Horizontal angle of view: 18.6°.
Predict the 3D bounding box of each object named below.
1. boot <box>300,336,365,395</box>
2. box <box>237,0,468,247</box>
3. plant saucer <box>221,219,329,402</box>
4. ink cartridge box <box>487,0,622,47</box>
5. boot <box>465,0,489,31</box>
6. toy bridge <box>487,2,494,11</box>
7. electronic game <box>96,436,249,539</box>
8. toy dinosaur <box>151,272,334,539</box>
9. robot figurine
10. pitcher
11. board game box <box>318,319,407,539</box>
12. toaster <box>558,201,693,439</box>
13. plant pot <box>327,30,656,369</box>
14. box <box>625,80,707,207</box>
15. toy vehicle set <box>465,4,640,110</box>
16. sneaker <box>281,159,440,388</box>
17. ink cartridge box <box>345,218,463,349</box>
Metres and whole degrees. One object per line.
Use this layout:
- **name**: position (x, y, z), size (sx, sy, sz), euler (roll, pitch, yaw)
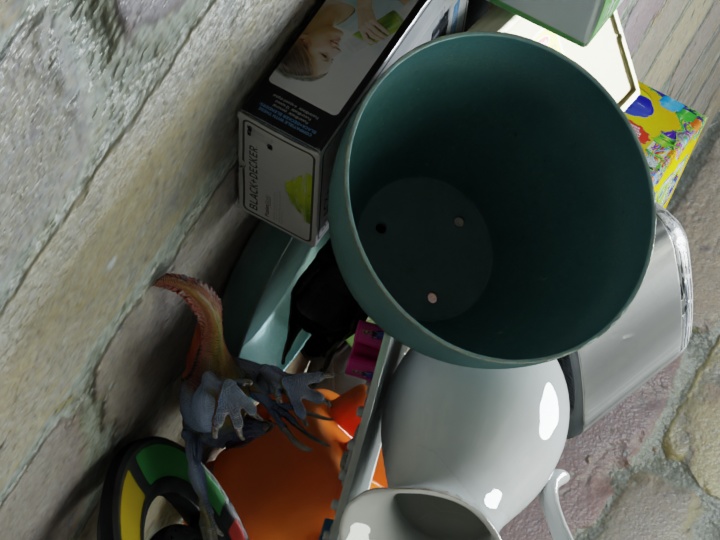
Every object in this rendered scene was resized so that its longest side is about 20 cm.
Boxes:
- **boot**: position (-0.022, 0.062, 1.757), size (0.132, 0.069, 0.201), euler (-11, 118, -71)
- **box**: position (-0.002, -0.127, 1.393), size (0.200, 0.060, 0.117), euler (-55, 166, -27)
- **plant saucer**: position (-0.050, -0.001, 1.534), size (0.201, 0.036, 0.200), euler (-56, 167, -21)
- **ink cartridge box**: position (0.141, -0.260, 1.487), size (0.200, 0.145, 0.085), euler (-49, 162, -42)
- **boot**: position (0.121, -0.221, 1.661), size (0.203, 0.073, 0.154), euler (-30, 147, -51)
- **toy bridge**: position (0.107, -0.202, 1.551), size (0.199, 0.027, 0.068), euler (-23, 140, -24)
- **electronic game**: position (-0.113, 0.206, 1.447), size (0.041, 0.201, 0.200), euler (-22, -179, 19)
- **toy dinosaur**: position (-0.083, 0.078, 1.433), size (0.104, 0.201, 0.181), euler (-24, -170, -22)
- **robot figurine**: position (-0.050, 0.166, 1.639), size (0.199, 0.144, 0.117), euler (-35, 176, 16)
- **pitcher**: position (0.086, 0.131, 1.414), size (0.121, 0.171, 0.200), euler (-47, -168, 37)
- **board game box**: position (-0.006, 0.123, 1.468), size (0.200, 0.026, 0.201), euler (-24, 129, -83)
- **toaster**: position (0.158, 0.024, 1.545), size (0.129, 0.114, 0.201), euler (-32, 137, -19)
- **plant pot**: position (0.062, -0.029, 1.343), size (0.201, 0.200, 0.135), euler (-56, -172, -23)
- **box**: position (0.142, -0.090, 1.746), size (0.193, 0.199, 0.123), euler (-43, 158, -58)
- **toy vehicle set**: position (0.120, -0.126, 1.497), size (0.200, 0.026, 0.125), euler (-45, 125, -40)
- **sneaker**: position (-0.003, -0.002, 1.487), size (0.105, 0.060, 0.200), euler (-56, 178, -26)
- **ink cartridge box**: position (0.074, 0.054, 1.681), size (0.200, 0.117, 0.068), euler (51, 21, -40)
